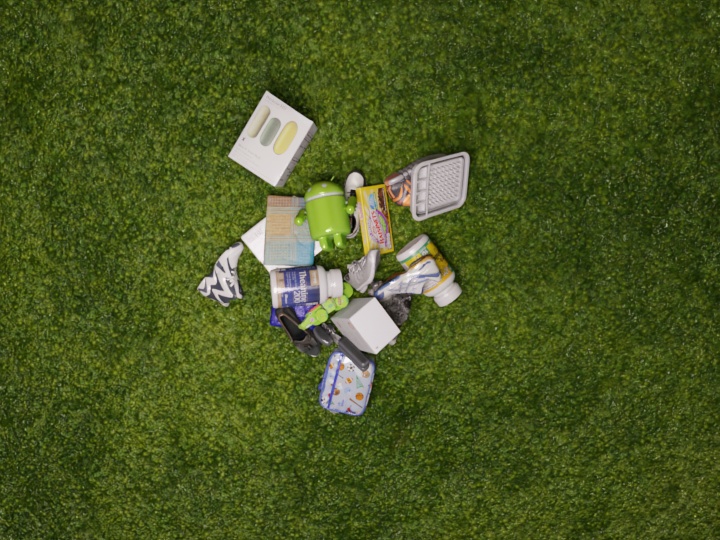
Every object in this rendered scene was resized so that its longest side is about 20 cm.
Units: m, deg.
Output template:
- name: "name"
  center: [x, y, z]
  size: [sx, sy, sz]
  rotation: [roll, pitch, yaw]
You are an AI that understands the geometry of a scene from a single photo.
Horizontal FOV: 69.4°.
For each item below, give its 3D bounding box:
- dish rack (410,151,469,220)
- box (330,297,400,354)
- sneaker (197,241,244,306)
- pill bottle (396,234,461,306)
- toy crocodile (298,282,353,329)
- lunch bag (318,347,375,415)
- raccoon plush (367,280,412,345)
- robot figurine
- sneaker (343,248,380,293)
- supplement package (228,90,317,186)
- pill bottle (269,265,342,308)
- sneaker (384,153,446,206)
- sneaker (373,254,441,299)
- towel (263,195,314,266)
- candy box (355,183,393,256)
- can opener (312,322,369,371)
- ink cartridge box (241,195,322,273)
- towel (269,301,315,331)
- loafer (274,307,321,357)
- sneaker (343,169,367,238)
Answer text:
- name: "dish rack"
  center: [0.217, -0.243, 1.467]
  size: [0.199, 0.044, 0.173]
  rotation: [-19, 125, -26]
- name: "box"
  center: [0.010, 0.155, 1.495]
  size: [0.097, 0.200, 0.125]
  rotation: [-40, 99, -17]
- name: "sneaker"
  center: [-0.377, 0.022, 1.542]
  size: [0.129, 0.080, 0.199]
  rotation: [39, 97, -8]
- name: "pill bottle"
  center: [0.206, 0.003, 1.525]
  size: [0.113, 0.113, 0.200]
  rotation: [-37, 97, 6]
- name: "toy crocodile"
  center: [-0.101, 0.108, 1.531]
  size: [0.200, 0.067, 0.062]
  rotation: [-35, 90, -21]
- name: "lunch bag"
  center: [-0.045, 0.345, 1.601]
  size: [0.159, 0.076, 0.201]
  rotation: [15, 98, -1]
- name: "raccoon plush"
  center: [0.069, 0.123, 1.549]
  size: [0.133, 0.097, 0.201]
  rotation: [16, 99, -6]
- name: "robot figurine"
  center: [-0.091, -0.156, 1.440]
  size: [0.174, 0.116, 0.201]
  rotation: [-12, 85, 14]
- name: "sneaker"
  center: [0.000, 0.000, 1.491]
  size: [0.082, 0.200, 0.075]
  rotation: [23, 55, -3]
- name: "supplement package"
  center: [-0.237, -0.358, 1.443]
  size: [0.151, 0.151, 0.201]
  rotation: [32, 98, -5]
- name: "pill bottle"
  center: [-0.154, 0.044, 1.477]
  size: [0.199, 0.111, 0.112]
  rotation: [-5, 100, -11]
- name: "sneaker"
  center: [0.174, -0.255, 1.509]
  size: [0.199, 0.078, 0.112]
  rotation: [-27, 112, 1]
- name: "sneaker"
  center: [0.132, 0.041, 1.450]
  size: [0.199, 0.075, 0.088]
  rotation: [-32, 99, 18]
- name: "towel"
  center: [-0.202, -0.112, 1.498]
  size: [0.146, 0.022, 0.202]
  rotation: [3, 91, -5]
- name: "candy box"
  center: [0.043, -0.146, 1.515]
  size: [0.102, 0.026, 0.201]
  rotation: [-16, 102, -37]
- name: "can opener"
  center: [-0.056, 0.229, 1.546]
  size: [0.200, 0.053, 0.066]
  rotation: [37, 62, 23]
- name: "ink cartridge box"
  center: [-0.218, -0.090, 1.530]
  size: [0.200, 0.045, 0.177]
  rotation: [-38, 96, -1]
- name: "towel"
  center: [-0.196, 0.081, 1.567]
  size: [0.147, 0.050, 0.201]
  rotation: [7, 99, -1]
- name: "loafer"
  center: [-0.187, 0.189, 1.538]
  size: [0.072, 0.063, 0.200]
  rotation: [-34, 110, 5]
- name: "sneaker"
  center: [-0.019, -0.191, 1.509]
  size: [0.073, 0.080, 0.202]
  rotation: [6, 98, 1]
